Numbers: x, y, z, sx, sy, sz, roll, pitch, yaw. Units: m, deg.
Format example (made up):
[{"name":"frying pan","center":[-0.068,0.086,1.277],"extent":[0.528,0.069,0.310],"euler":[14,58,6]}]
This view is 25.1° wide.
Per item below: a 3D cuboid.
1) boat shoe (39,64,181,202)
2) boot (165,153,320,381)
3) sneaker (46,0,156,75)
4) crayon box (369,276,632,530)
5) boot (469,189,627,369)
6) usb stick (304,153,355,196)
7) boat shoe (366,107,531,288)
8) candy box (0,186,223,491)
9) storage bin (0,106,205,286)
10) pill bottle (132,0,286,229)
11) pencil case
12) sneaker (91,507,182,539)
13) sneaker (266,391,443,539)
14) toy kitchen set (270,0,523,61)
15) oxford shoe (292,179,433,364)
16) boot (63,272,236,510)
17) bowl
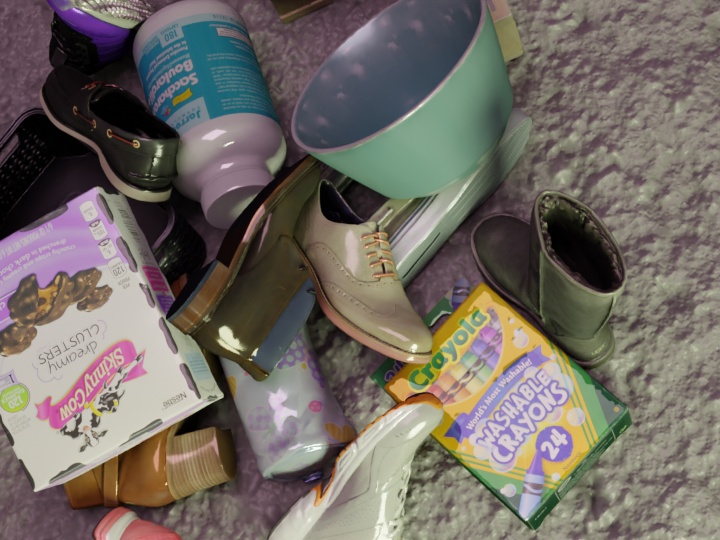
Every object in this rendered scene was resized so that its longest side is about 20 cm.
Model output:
[{"name":"boat shoe","center":[-0.221,-0.136,1.434],"extent":[0.201,0.073,0.063],"euler":[43,126,41]},{"name":"boot","center":[-0.072,-0.003,1.358],"extent":[0.097,0.075,0.200],"euler":[42,64,-12]},{"name":"sneaker","center":[-0.253,-0.220,1.493],"extent":[0.099,0.200,0.070],"euler":[-42,84,11]},{"name":"crayon box","center":[0.112,0.103,1.361],"extent":[0.200,0.052,0.126],"euler":[41,85,23]},{"name":"boot","center":[0.148,-0.012,1.310],"extent":[0.073,0.200,0.182],"euler":[-44,67,-4]},{"name":"usb stick","center":[-0.036,-0.083,1.472],"extent":[0.200,0.033,0.055],"euler":[-46,60,-4]},{"name":"boat shoe","center":[0.068,-0.073,1.422],"extent":[0.062,0.072,0.200],"euler":[41,87,21]},{"name":"candy box","center":[-0.236,0.058,1.358],"extent":[0.167,0.072,0.201],"euler":[-29,84,8]},{"name":"storage bin","center":[-0.258,-0.038,1.479],"extent":[0.200,0.094,0.135],"euler":[37,83,21]},{"name":"pill bottle","center":[-0.132,-0.139,1.464],"extent":[0.110,0.111,0.201],"euler":[-23,62,5]},{"name":"pencil case","center":[-0.073,0.080,1.392],"extent":[0.090,0.083,0.201],"euler":[-22,71,-2]},{"name":"sneaker","center":[-0.203,0.304,1.359],"extent":[0.086,0.074,0.201],"euler":[13,76,14]},{"name":"sneaker","center":[0.015,0.187,1.333],"extent":[0.092,0.076,0.200],"euler":[44,113,10]},{"name":"toy kitchen set","center":[0.013,-0.263,1.451],"extent":[0.199,0.163,0.181],"euler":[-24,67,5]},{"name":"oxford shoe","center":[0.000,0.000,1.370],"extent":[0.200,0.071,0.074],"euler":[46,118,31]},{"name":"boot","center":[-0.196,0.111,1.432],"extent":[0.154,0.077,0.201],"euler":[-13,76,13]},{"name":"bowl","center":[0.050,-0.139,1.371],"extent":[0.200,0.105,0.201],"euler":[-30,32,21]}]
